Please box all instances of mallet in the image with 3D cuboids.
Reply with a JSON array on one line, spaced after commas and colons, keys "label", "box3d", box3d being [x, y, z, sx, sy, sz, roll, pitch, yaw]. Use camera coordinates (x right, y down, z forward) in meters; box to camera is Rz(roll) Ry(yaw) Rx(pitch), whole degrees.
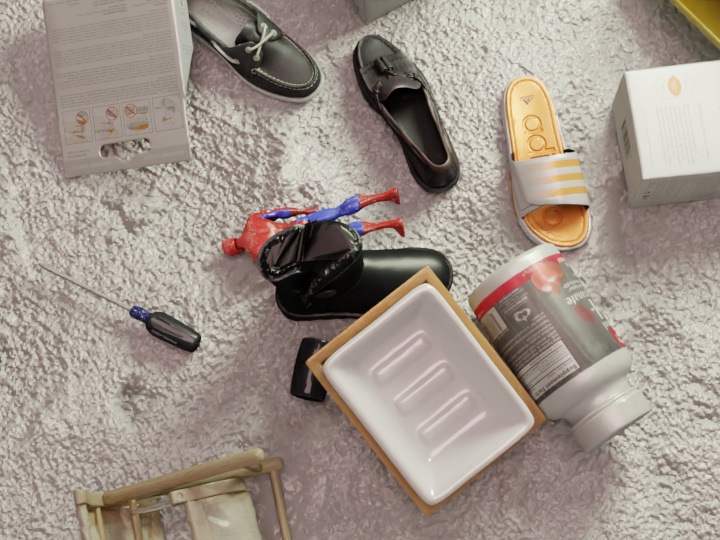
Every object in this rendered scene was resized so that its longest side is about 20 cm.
[{"label": "mallet", "box3d": [0.027, 0.110, 1.439, 0.199, 0.041, 0.066, 4, 79, -1]}]

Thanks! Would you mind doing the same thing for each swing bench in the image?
[{"label": "swing bench", "box3d": [-0.162, 0.298, 1.350, 0.199, 0.130, 0.200, -14, 76, 4]}]

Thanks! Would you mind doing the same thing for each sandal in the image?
[{"label": "sandal", "box3d": [0.195, -0.122, 1.480, 0.079, 0.059, 0.208, -14, 75, -1]}]

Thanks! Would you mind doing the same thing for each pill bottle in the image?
[{"label": "pill bottle", "box3d": [0.207, 0.082, 1.400, 0.110, 0.111, 0.200, -32, 77, -6]}]

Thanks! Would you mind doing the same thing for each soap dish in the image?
[{"label": "soap dish", "box3d": [0.065, 0.120, 1.381, 0.157, 0.081, 0.200, -38, 95, -2]}]

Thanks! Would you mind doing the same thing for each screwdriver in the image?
[{"label": "screwdriver", "box3d": [-0.260, 0.035, 1.467, 0.199, 0.029, 0.028, 27, 78, 3]}]

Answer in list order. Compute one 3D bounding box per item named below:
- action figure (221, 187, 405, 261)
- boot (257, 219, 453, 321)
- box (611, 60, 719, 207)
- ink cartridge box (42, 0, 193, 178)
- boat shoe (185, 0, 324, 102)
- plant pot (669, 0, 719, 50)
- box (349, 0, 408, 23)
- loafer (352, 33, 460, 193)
[{"label": "action figure", "box3d": [-0.053, -0.042, 1.474, 0.199, 0.052, 0.066, -10, 70, 4]}, {"label": "boot", "box3d": [0.000, 0.000, 1.399, 0.199, 0.168, 0.077, -7, 75, 0]}, {"label": "box", "box3d": [0.382, -0.150, 1.461, 0.199, 0.098, 0.125, -6, 75, 1]}, {"label": "ink cartridge box", "box3d": [-0.262, -0.212, 1.516, 0.160, 0.050, 0.201, -6, 94, 16]}, {"label": "boat shoe", "box3d": [-0.129, -0.259, 1.526, 0.199, 0.060, 0.076, 31, 78, 9]}, {"label": "plant pot", "box3d": [0.443, -0.371, 1.457, 0.199, 0.196, 0.194, -15, 54, -32]}, {"label": "box", "box3d": [0.040, -0.422, 1.527, 0.199, 0.131, 0.199, -30, 76, -5]}, {"label": "loafer", "box3d": [0.053, -0.181, 1.498, 0.072, 0.063, 0.201, -27, 76, -5]}]
